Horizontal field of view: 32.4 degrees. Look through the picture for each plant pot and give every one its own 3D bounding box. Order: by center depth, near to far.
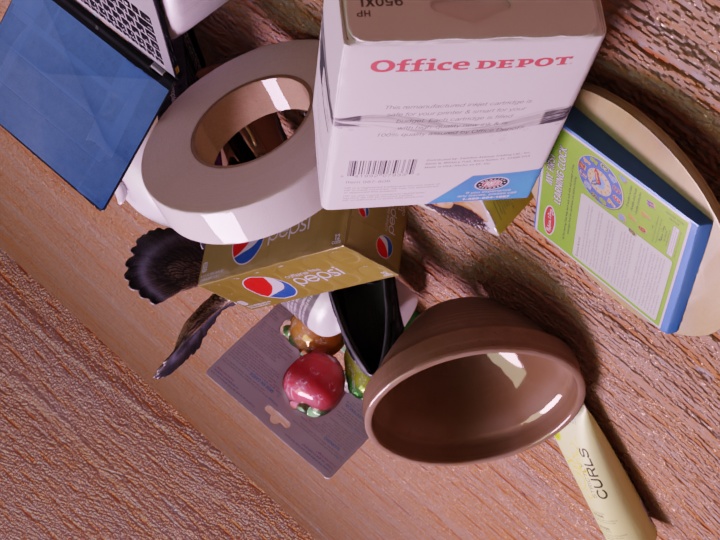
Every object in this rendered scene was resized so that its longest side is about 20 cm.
[{"bbox_3d":[0.096,0.089,1.121,0.202,0.198,0.094,71,-172,-54],"label":"plant pot"}]

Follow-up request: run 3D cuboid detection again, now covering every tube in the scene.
[{"bbox_3d":[0.228,0.194,1.204,0.057,0.052,0.201,-18,118,23],"label":"tube"}]

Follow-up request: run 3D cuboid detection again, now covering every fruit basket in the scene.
[{"bbox_3d":[-0.032,0.100,1.319,0.185,0.200,0.094,36,159,22],"label":"fruit basket"}]

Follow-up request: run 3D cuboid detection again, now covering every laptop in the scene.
[{"bbox_3d":[-0.251,-0.187,1.000,0.187,0.116,0.201,38,160,19],"label":"laptop"}]

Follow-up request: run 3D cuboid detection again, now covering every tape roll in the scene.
[{"bbox_3d":[-0.079,-0.106,0.983,0.202,0.203,0.037,26,155,43],"label":"tape roll"}]

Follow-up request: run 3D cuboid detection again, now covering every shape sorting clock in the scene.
[{"bbox_3d":[0.176,-0.041,0.824,0.200,0.039,0.201,43,161,19],"label":"shape sorting clock"}]

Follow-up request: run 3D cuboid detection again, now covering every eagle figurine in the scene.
[{"bbox_3d":[-0.160,0.018,1.402,0.151,0.198,0.153,92,160,-73],"label":"eagle figurine"}]

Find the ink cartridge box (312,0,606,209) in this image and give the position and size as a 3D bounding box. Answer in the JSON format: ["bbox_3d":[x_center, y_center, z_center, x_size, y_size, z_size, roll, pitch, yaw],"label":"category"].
[{"bbox_3d":[0.049,-0.119,0.744,0.200,0.143,0.085,104,161,-67],"label":"ink cartridge box"}]

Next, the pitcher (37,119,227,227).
[{"bbox_3d":[-0.250,-0.130,1.341,0.200,0.172,0.121,50,152,-13],"label":"pitcher"}]

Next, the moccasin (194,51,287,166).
[{"bbox_3d":[-0.098,-0.098,1.155,0.073,0.077,0.203,21,134,57],"label":"moccasin"}]

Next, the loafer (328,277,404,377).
[{"bbox_3d":[0.000,0.000,1.147,0.070,0.067,0.203,-38,-64,-76],"label":"loafer"}]

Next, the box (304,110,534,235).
[{"bbox_3d":[0.043,-0.093,0.984,0.199,0.050,0.076,25,153,48],"label":"box"}]

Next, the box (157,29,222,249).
[{"bbox_3d":[-0.160,-0.143,1.161,0.143,0.036,0.202,75,-178,-57],"label":"box"}]

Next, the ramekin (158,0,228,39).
[{"bbox_3d":[-0.175,-0.279,0.979,0.200,0.098,0.201,39,161,16],"label":"ramekin"}]

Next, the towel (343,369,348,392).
[{"bbox_3d":[-0.028,0.132,1.480,0.191,0.035,0.200,7,168,29],"label":"towel"}]

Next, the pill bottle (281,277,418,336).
[{"bbox_3d":[-0.041,-0.005,1.254,0.200,0.111,0.111,40,161,16],"label":"pill bottle"}]

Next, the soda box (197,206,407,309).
[{"bbox_3d":[-0.053,-0.020,1.071,0.067,0.065,0.199,26,153,-37],"label":"soda box"}]
